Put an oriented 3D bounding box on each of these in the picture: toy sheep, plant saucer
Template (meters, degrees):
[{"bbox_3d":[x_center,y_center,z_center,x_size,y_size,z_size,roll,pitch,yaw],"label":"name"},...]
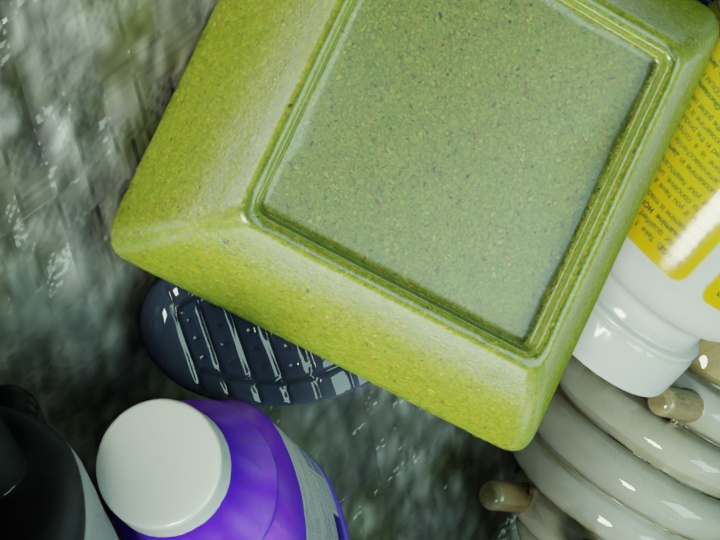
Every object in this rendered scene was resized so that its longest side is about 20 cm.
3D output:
[{"bbox_3d":[0.132,0.097,1.151,0.138,0.138,0.201,16,113,-54],"label":"toy sheep"},{"bbox_3d":[0.034,-0.055,0.901,0.199,0.048,0.201,27,85,-20],"label":"plant saucer"}]

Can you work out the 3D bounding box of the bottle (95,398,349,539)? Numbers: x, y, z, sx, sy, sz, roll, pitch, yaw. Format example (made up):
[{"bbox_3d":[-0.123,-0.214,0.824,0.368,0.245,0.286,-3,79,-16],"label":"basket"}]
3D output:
[{"bbox_3d":[-0.052,0.094,0.907,0.065,0.084,0.200,-18,163,6],"label":"bottle"}]

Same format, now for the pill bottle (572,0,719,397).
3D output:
[{"bbox_3d":[0.163,-0.044,1.009,0.200,0.113,0.112,-49,150,23],"label":"pill bottle"}]

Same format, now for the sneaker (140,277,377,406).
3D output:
[{"bbox_3d":[0.000,0.000,0.964,0.199,0.082,0.075,-18,106,-19],"label":"sneaker"}]

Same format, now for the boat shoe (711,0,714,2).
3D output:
[{"bbox_3d":[0.162,-0.163,1.030,0.200,0.072,0.065,45,55,-34],"label":"boat shoe"}]

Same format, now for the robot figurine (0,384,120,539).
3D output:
[{"bbox_3d":[-0.140,0.129,0.829,0.150,0.125,0.201,-40,138,-20],"label":"robot figurine"}]

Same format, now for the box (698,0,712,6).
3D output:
[{"bbox_3d":[0.101,-0.082,1.073,0.119,0.041,0.201,9,106,-53],"label":"box"}]
